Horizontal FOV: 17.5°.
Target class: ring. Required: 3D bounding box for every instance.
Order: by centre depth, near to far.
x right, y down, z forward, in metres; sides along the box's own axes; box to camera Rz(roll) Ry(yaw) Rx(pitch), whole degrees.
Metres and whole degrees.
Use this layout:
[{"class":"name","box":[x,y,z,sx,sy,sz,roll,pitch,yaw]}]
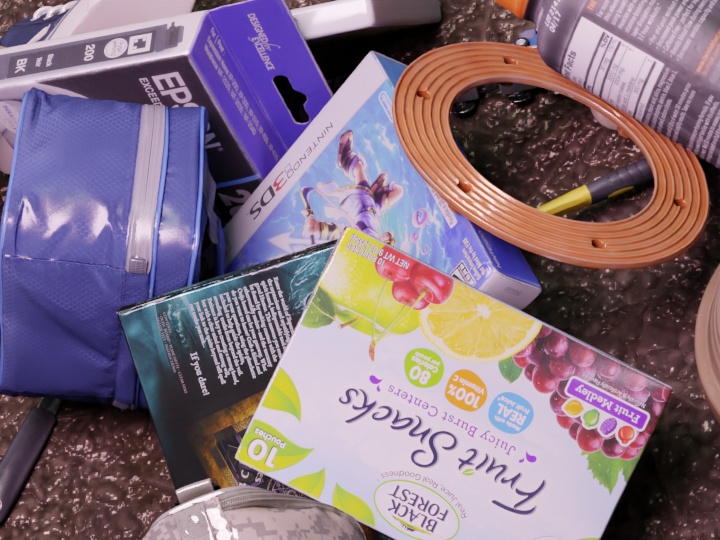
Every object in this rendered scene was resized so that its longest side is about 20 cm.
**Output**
[{"class":"ring","box":[0.111,-0.066,1.373,0.199,0.019,0.201,13,38,-11]}]

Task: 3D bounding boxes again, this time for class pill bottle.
[{"class":"pill bottle","box":[0.179,-0.144,1.398,0.199,0.106,0.106,32,69,12]}]

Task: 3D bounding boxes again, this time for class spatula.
[{"class":"spatula","box":[-0.194,0.076,1.489,0.056,0.021,0.201,24,68,2]}]

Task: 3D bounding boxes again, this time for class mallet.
[{"class":"mallet","box":[0.132,-0.047,1.425,0.199,0.066,0.041,-26,66,0]}]

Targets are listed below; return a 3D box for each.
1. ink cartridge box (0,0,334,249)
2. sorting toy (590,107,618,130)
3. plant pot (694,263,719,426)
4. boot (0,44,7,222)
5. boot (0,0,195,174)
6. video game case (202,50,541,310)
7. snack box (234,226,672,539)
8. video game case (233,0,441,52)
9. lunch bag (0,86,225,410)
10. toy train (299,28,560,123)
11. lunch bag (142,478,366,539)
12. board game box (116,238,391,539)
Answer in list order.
[{"class":"ink cartridge box","box":[-0.111,-0.083,1.462,0.198,0.198,0.044,-10,55,16]},{"class":"sorting toy","box":[0.234,-0.185,1.495,0.198,0.037,0.186,-11,52,7]},{"class":"plant pot","box":[0.279,0.017,1.302,0.199,0.093,0.202,-12,51,15]},{"class":"boot","box":[-0.252,-0.052,1.512,0.138,0.078,0.200,25,61,24]},{"class":"boot","box":[-0.199,-0.164,1.611,0.200,0.073,0.091,-43,45,15]},{"class":"video game case","box":[0.000,0.000,1.402,0.181,0.045,0.201,-49,45,24]},{"class":"snack box","box":[0.050,0.082,1.276,0.199,0.053,0.143,26,91,-2]},{"class":"video game case","box":[-0.055,-0.154,1.518,0.181,0.200,0.023,-9,94,15]},{"class":"lunch bag","box":[-0.147,-0.004,1.413,0.131,0.201,0.137,6,52,-4]},{"class":"toy train","box":[0.056,-0.125,1.537,0.198,0.034,0.046,-10,42,14]},{"class":"lunch bag","box":[-0.041,0.222,1.207,0.138,0.168,0.201,-22,63,8]},{"class":"board game box","box":[-0.044,0.097,1.325,0.134,0.201,0.028,-17,6,6]}]
